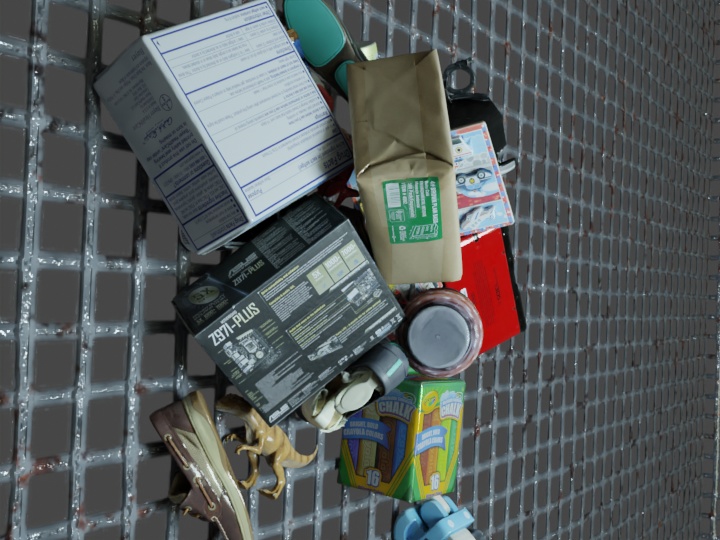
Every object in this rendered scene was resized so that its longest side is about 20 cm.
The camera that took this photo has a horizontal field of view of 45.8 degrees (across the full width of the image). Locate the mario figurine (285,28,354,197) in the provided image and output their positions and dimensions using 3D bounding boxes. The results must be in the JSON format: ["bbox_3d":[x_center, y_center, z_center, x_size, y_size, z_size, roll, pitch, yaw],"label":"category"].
[{"bbox_3d":[-0.080,-0.177,1.027,0.123,0.106,0.201,-30,109,-12],"label":"mario figurine"}]

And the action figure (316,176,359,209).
[{"bbox_3d":[-0.061,-0.014,1.006,0.052,0.065,0.201,11,112,-52],"label":"action figure"}]

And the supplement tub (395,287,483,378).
[{"bbox_3d":[0.097,0.074,1.045,0.200,0.106,0.108,3,88,-83],"label":"supplement tub"}]

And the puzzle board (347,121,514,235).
[{"bbox_3d":[0.088,-0.103,1.131,0.017,0.199,0.151,-77,149,-55],"label":"puzzle board"}]

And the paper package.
[{"bbox_3d":[0.052,-0.110,0.954,0.200,0.103,0.191,77,7,-54],"label":"paper package"}]

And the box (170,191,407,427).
[{"bbox_3d":[-0.074,0.044,0.935,0.200,0.086,0.164,-38,128,-7],"label":"box"}]

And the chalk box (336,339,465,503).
[{"bbox_3d":[0.059,0.196,1.157,0.125,0.124,0.201,6,90,-54],"label":"chalk box"}]

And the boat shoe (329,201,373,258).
[{"bbox_3d":[0.000,0.000,1.101,0.072,0.072,0.201,-51,138,-40],"label":"boat shoe"}]

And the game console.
[{"bbox_3d":[0.181,0.002,1.300,0.172,0.119,0.201,-26,119,-17],"label":"game console"}]

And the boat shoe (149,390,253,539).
[{"bbox_3d":[-0.171,0.228,0.912,0.072,0.072,0.201,-21,112,-13],"label":"boat shoe"}]

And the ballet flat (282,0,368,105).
[{"bbox_3d":[-0.027,-0.264,1.069,0.200,0.068,0.068,54,13,-9],"label":"ballet flat"}]

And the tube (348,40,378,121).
[{"bbox_3d":[0.011,-0.206,1.157,0.058,0.052,0.201,-16,114,-11],"label":"tube"}]

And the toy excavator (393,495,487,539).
[{"bbox_3d":[0.100,0.353,1.258,0.100,0.200,0.195,-4,138,-54],"label":"toy excavator"}]

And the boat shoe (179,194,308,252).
[{"bbox_3d":[-0.112,-0.061,0.970,0.200,0.068,0.072,-16,104,-53],"label":"boat shoe"}]

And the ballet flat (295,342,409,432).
[{"bbox_3d":[-0.025,0.147,0.999,0.073,0.200,0.073,26,47,-31],"label":"ballet flat"}]

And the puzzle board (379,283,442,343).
[{"bbox_3d":[0.043,0.045,1.123,0.151,0.017,0.200,-48,155,-5],"label":"puzzle board"}]

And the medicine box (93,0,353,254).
[{"bbox_3d":[-0.131,-0.149,0.865,0.182,0.103,0.201,-38,101,-47],"label":"medicine box"}]

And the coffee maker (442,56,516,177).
[{"bbox_3d":[0.120,-0.183,1.231,0.193,0.134,0.200,63,32,-9],"label":"coffee maker"}]

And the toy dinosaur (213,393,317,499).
[{"bbox_3d":[-0.099,0.215,1.005,0.200,0.060,0.107,50,51,-42],"label":"toy dinosaur"}]
